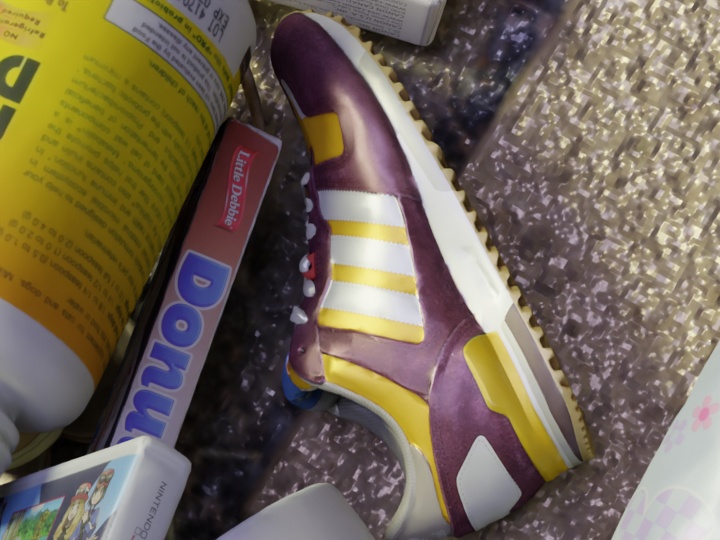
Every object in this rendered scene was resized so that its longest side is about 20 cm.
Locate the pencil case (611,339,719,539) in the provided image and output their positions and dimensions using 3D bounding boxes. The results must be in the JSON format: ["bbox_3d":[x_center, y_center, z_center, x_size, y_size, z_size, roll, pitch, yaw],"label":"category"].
[{"bbox_3d":[0.134,0.080,0.742,0.201,0.083,0.091,-60,25,-4],"label":"pencil case"}]

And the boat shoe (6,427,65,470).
[{"bbox_3d":[-0.172,-0.017,0.855,0.074,0.066,0.201,-33,69,5],"label":"boat shoe"}]

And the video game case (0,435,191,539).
[{"bbox_3d":[-0.138,0.151,0.732,0.200,0.023,0.183,-22,41,55],"label":"video game case"}]

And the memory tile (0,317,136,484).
[{"bbox_3d":[-0.181,0.016,0.894,0.153,0.017,0.200,-38,68,3],"label":"memory tile"}]

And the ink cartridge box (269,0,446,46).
[{"bbox_3d":[-0.043,-0.195,0.865,0.199,0.045,0.177,17,71,1],"label":"ink cartridge box"}]

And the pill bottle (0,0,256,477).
[{"bbox_3d":[-0.119,-0.022,0.774,0.109,0.109,0.201,15,67,20],"label":"pill bottle"}]

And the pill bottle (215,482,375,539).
[{"bbox_3d":[0.010,0.175,0.724,0.113,0.113,0.200,-37,78,4],"label":"pill bottle"}]

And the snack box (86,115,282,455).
[{"bbox_3d":[-0.076,0.048,0.808,0.024,0.072,0.201,22,71,-9],"label":"snack box"}]

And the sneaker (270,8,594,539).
[{"bbox_3d":[0.000,0.000,0.812,0.090,0.075,0.201,-30,68,0],"label":"sneaker"}]

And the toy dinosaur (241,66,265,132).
[{"bbox_3d":[-0.105,-0.120,0.898,0.199,0.060,0.107,11,100,26],"label":"toy dinosaur"}]
